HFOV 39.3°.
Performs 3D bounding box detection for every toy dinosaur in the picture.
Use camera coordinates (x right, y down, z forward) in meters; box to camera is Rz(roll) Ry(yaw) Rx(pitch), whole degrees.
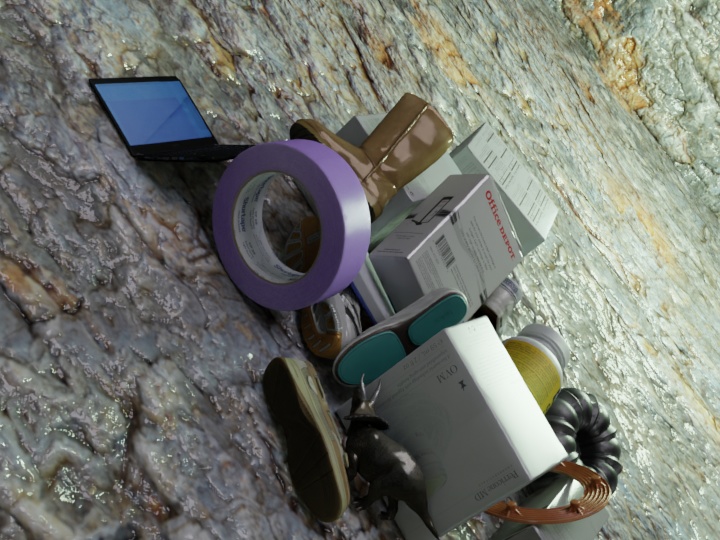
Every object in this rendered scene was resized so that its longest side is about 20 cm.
[{"bbox_3d":[0.027,0.233,1.175,0.201,0.103,0.076,51,31,19],"label":"toy dinosaur"}]

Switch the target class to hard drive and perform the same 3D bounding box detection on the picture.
[{"bbox_3d":[0.000,0.000,1.370,0.202,0.025,0.133,60,10,-31],"label":"hard drive"}]

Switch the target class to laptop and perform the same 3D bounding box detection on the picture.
[{"bbox_3d":[-0.216,-0.200,1.304,0.176,0.197,0.106,-20,111,-57],"label":"laptop"}]

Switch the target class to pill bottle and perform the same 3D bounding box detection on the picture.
[{"bbox_3d":[0.218,0.168,1.426,0.113,0.112,0.200,48,52,-4],"label":"pill bottle"}]

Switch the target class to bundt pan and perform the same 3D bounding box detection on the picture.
[{"bbox_3d":[0.322,0.269,1.509,0.199,0.075,0.206,16,65,-38],"label":"bundt pan"}]

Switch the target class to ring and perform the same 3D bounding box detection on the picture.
[{"bbox_3d":[0.233,0.285,1.343,0.200,0.197,0.020,-24,114,-58],"label":"ring"}]

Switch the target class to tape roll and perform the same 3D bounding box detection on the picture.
[{"bbox_3d":[-0.087,-0.057,1.237,0.202,0.199,0.065,57,32,10],"label":"tape roll"}]

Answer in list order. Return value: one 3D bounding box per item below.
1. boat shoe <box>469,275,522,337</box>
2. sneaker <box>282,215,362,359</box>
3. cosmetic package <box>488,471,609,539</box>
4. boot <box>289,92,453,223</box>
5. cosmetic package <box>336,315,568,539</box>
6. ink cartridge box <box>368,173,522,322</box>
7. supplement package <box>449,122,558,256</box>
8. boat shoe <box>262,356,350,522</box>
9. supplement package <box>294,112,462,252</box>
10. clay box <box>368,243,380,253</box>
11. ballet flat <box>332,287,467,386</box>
[{"bbox_3d":[0.187,0.078,1.519,0.071,0.201,0.070,39,66,8],"label":"boat shoe"},{"bbox_3d":[-0.045,0.028,1.342,0.087,0.075,0.204,19,53,-51],"label":"sneaker"},{"bbox_3d":[0.249,0.355,1.354,0.091,0.106,0.199,55,29,5],"label":"cosmetic package"},{"bbox_3d":[0.016,-0.181,1.374,0.176,0.066,0.200,49,56,-10],"label":"boot"},{"bbox_3d":[0.109,0.199,1.235,0.122,0.199,0.202,-11,66,-56],"label":"cosmetic package"},{"bbox_3d":[0.123,-0.020,1.408,0.200,0.083,0.148,-43,120,-31],"label":"ink cartridge box"},{"bbox_3d":[0.209,-0.111,1.719,0.201,0.151,0.151,48,30,-5],"label":"supplement package"},{"bbox_3d":[-0.051,0.190,1.159,0.062,0.073,0.203,6,46,-44],"label":"boat shoe"},{"bbox_3d":[0.035,-0.133,1.525,0.153,0.150,0.199,56,31,9],"label":"supplement package"},{"bbox_3d":[0.102,0.013,1.556,0.199,0.047,0.116,1,58,-57],"label":"clay box"},{"bbox_3d":[0.048,0.083,1.295,0.070,0.198,0.070,57,-9,15],"label":"ballet flat"}]
